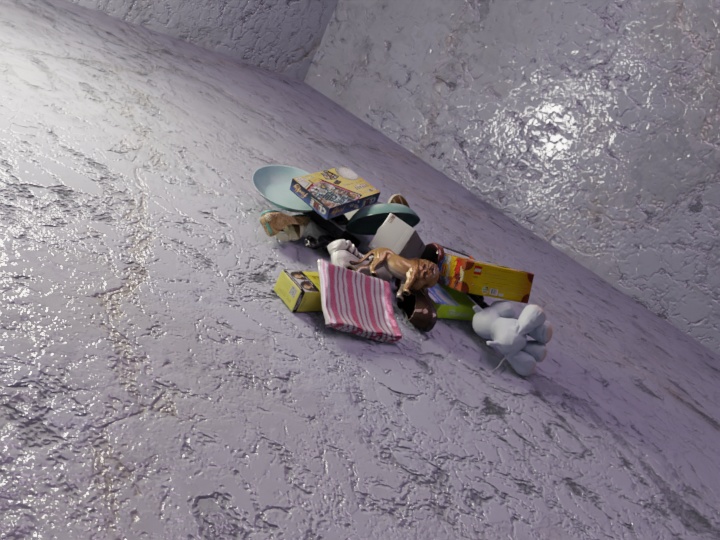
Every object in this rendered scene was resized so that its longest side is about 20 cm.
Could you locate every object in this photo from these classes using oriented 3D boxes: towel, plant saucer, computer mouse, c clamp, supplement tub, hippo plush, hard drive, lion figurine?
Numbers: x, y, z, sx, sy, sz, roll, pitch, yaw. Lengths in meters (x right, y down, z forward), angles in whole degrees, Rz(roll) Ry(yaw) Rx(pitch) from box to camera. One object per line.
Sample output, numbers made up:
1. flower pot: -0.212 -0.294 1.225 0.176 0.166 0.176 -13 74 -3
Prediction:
1. towel: -0.001 0.061 1.143 0.198 0.030 0.148 19 47 -40
2. plant saucer: 0.057 -0.137 1.489 0.198 0.198 0.037 7 72 -45
3. computer mouse: -0.092 -0.058 1.364 0.058 0.034 0.200 35 12 13
4. c clamp: 0.355 0.110 1.533 0.199 0.027 0.171 41 5 -13
5. supplement tub: 0.266 -0.005 1.643 0.198 0.108 0.107 17 23 -31
6. hippo plush: 0.350 0.160 1.383 0.198 0.161 0.160 -30 27 -18
7. hard drive: -0.101 -0.132 1.496 0.199 0.033 0.139 36 2 19
8. plant saucer: -0.175 -0.194 1.416 0.198 0.039 0.203 15 37 -11
9. lion figurine: 0.082 -0.007 1.293 0.198 0.073 0.123 32 58 0

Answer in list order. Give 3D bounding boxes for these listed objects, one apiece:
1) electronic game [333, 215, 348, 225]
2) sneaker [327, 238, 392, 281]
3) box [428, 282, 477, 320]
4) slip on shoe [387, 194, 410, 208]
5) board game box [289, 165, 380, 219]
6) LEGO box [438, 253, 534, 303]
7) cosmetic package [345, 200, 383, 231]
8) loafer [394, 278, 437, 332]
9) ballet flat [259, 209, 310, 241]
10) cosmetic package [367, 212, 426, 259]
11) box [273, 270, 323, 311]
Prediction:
1. electronic game: -0.114 -0.191 1.574 0.199 0.042 0.200 38 -3 3
2. sneaker: 0.000 0.000 1.350 0.198 0.075 0.082 24 50 -39
3. box: 0.210 0.073 1.469 0.198 0.048 0.122 10 28 -44
4. slip on shoe: 0.122 -0.130 1.671 0.202 0.075 0.061 67 -9 -23
5. board game box: -0.061 -0.198 1.419 0.135 0.035 0.199 40 38 23
6. LEGO box: 0.315 0.019 1.452 0.197 0.079 0.149 10 6 -18
7. cosmetic package: -0.002 -0.178 1.654 0.106 0.086 0.199 19 6 -30
8. loafer: 0.120 0.060 1.342 0.070 0.074 0.201 19 23 -26
9. ballet flat: -0.174 -0.102 1.353 0.199 0.070 0.066 -6 79 -65
10. cosmetic package: 0.098 -0.061 1.466 0.090 0.108 0.200 35 2 15
11. box: -0.077 0.043 1.158 0.198 0.051 0.075 5 31 -49
